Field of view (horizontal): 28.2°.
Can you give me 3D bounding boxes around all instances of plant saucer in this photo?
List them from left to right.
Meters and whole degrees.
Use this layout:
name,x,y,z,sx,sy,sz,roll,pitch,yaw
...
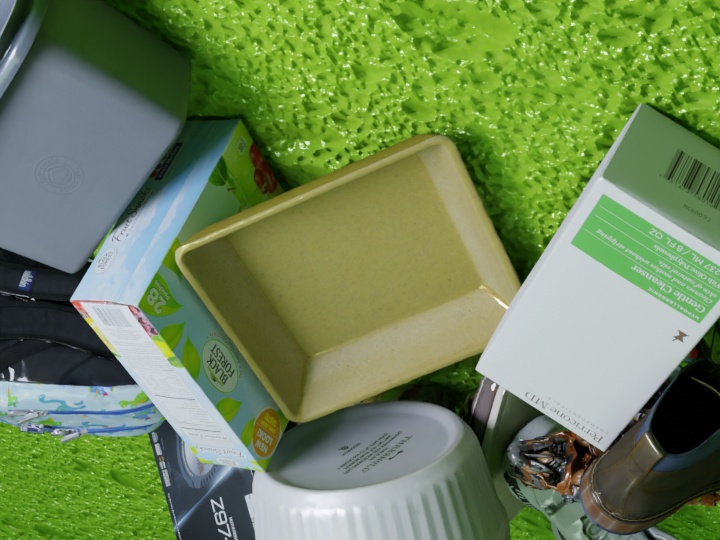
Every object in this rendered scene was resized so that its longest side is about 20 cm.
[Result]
name,x,y,z,sx,sy,sz,roll,pitch,yaw
plant saucer,0.000,0.000,0.991,0.198,0.049,0.201,-22,132,9

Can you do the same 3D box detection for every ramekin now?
name,x,y,z,sx,sy,sz,roll,pitch,yaw
ramekin,0.009,0.172,1.076,0.201,0.202,0.095,0,109,34

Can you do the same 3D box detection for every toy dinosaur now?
name,x,y,z,sx,sy,sz,roll,pitch,yaw
toy dinosaur,0.205,0.135,1.028,0.198,0.103,0.136,-15,154,7

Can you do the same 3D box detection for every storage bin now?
name,x,y,z,sx,sy,sz,roll,pitch,yaw
storage bin,-0.208,-0.102,0.960,0.134,0.146,0.200,28,125,-24

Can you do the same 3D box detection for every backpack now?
name,x,y,z,sx,sy,sz,roll,pitch,yaw
backpack,-0.236,0.064,1.209,0.198,0.164,0.155,-5,137,5

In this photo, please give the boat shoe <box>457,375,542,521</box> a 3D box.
name,x,y,z,sx,sy,sz,roll,pitch,yaw
boat shoe,0.105,0.133,1.156,0.059,0.072,0.201,38,151,31

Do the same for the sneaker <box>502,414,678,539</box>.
name,x,y,z,sx,sy,sz,roll,pitch,yaw
sneaker,0.192,0.195,1.142,0.115,0.075,0.200,37,169,44

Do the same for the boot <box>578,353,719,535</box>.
name,x,y,z,sx,sy,sz,roll,pitch,yaw
boot,0.232,0.091,0.903,0.075,0.199,0.097,50,154,18

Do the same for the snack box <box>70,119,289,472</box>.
name,x,y,z,sx,sy,sz,roll,pitch,yaw
snack box,-0.101,0.020,1.034,0.067,0.170,0.201,3,142,32

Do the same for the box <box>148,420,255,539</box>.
name,x,y,z,sx,sy,sz,roll,pitch,yaw
box,-0.123,0.179,1.279,0.160,0.043,0.202,-24,79,51

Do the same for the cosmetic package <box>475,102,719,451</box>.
name,x,y,z,sx,sy,sz,roll,pitch,yaw
cosmetic package,0.163,0.009,0.886,0.107,0.085,0.201,31,138,6

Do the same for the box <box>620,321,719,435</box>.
name,x,y,z,sx,sy,sz,roll,pitch,yaw
box,0.220,0.090,1.046,0.109,0.035,0.201,3,142,31

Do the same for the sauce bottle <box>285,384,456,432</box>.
name,x,y,z,sx,sy,sz,roll,pitch,yaw
sauce bottle,-0.010,0.137,1.240,0.199,0.065,0.065,-11,134,41
